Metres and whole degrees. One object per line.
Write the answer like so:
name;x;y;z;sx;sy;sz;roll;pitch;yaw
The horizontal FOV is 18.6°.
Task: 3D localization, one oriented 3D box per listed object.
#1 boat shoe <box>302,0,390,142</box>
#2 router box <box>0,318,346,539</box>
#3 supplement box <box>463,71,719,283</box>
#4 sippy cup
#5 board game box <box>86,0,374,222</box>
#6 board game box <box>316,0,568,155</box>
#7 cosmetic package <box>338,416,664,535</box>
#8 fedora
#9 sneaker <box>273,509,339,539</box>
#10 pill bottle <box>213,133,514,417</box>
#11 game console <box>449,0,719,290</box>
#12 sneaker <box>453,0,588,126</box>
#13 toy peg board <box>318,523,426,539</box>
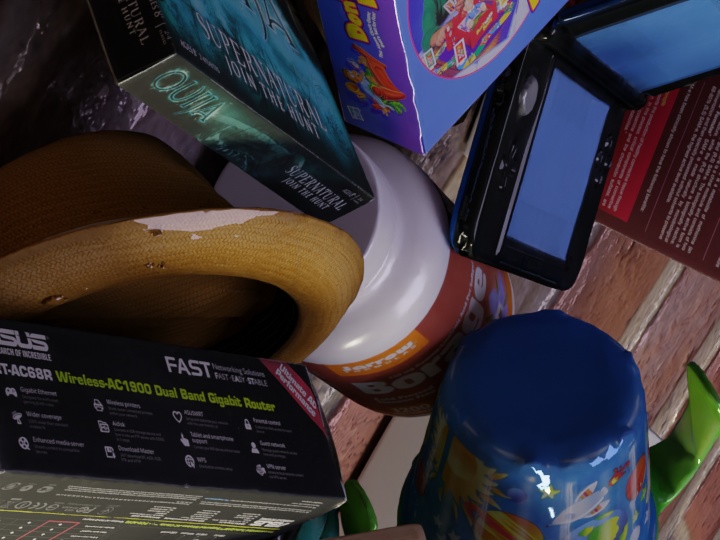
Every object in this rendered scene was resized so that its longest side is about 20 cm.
boat shoe;0.001;-0.135;0.991;0.072;0.068;0.200;-32;152;-7
router box;-0.124;0.083;0.832;0.150;0.062;0.200;-30;155;28
supplement box;0.169;-0.074;1.228;0.061;0.199;0.109;-14;129;-60
sippy cup;0.086;0.094;1.081;0.178;0.139;0.131;-51;156;-33
board game box;-0.060;-0.103;0.824;0.028;0.136;0.200;-25;161;12
board game box;0.059;-0.165;0.920;0.200;0.045;0.135;-47;145;-28
cosmetic package;0.085;0.155;1.406;0.200;0.123;0.200;-60;158;-3
fedora;-0.099;0.001;0.864;0.200;0.082;0.201;-17;156;-8
sneaker;-0.079;0.147;1.047;0.084;0.121;0.200;-26;-162;52
pill bottle;0.000;0.000;1.074;0.113;0.112;0.200;-60;157;-4
game console;0.143;-0.069;1.084;0.200;0.118;0.172;16;90;-69
sneaker;0.097;-0.153;1.107;0.201;0.090;0.078;-60;-172;-1
toy peg board;-0.081;0.198;0.925;0.199;0.098;0.199;-7;157;-21
